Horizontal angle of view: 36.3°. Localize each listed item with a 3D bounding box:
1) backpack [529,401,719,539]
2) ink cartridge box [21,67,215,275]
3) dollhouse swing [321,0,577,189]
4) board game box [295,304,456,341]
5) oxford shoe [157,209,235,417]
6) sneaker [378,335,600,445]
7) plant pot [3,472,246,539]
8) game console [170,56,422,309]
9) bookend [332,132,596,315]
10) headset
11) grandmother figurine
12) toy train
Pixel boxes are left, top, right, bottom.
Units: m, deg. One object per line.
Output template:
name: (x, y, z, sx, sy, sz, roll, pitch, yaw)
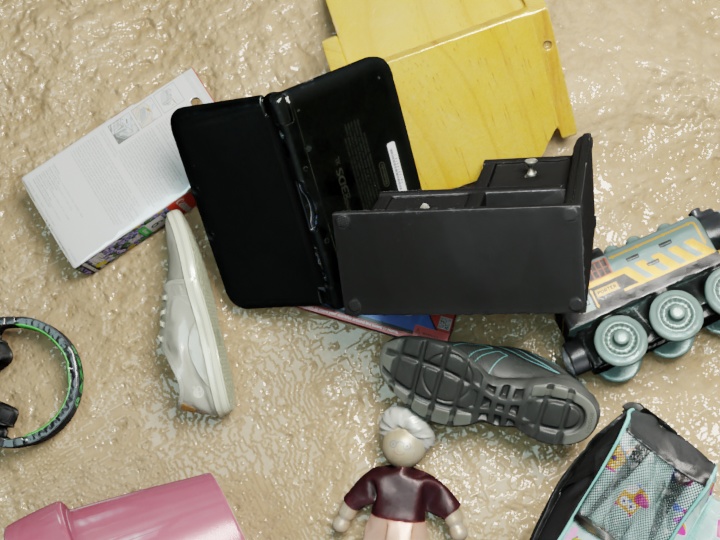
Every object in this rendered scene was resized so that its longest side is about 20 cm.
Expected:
backpack: (0.217, 0.229, 0.900, 0.153, 0.176, 0.200, 41, 91, 15)
ink cartridge box: (-0.215, -0.096, 1.070, 0.200, 0.050, 0.109, -33, 78, -1)
dollhouse swing: (0.074, -0.201, 1.060, 0.199, 0.176, 0.182, -20, 120, 3)
board game box: (0.000, 0.000, 1.043, 0.199, 0.019, 0.103, 16, 82, 9)
oxford shoe: (-0.164, 0.041, 1.029, 0.057, 0.075, 0.201, -12, 84, 3)
sneaker: (0.114, 0.102, 0.984, 0.199, 0.079, 0.076, 18, 109, 8)
plant pot: (-0.183, 0.270, 0.943, 0.178, 0.200, 0.201, -25, 78, -14)
game console: (-0.049, -0.076, 0.995, 0.175, 0.116, 0.201, -26, 114, -23)
bookend: (0.100, -0.043, 0.953, 0.198, 0.200, 0.093, -1, 112, 16)
headset: (-0.365, 0.108, 1.031, 0.199, 0.094, 0.124, -8, 79, -1)
grandmother figurine: (0.036, 0.221, 0.983, 0.121, 0.061, 0.201, 5, 84, -1)
toy train: (0.262, 0.019, 0.979, 0.199, 0.085, 0.114, -24, 69, 2)
